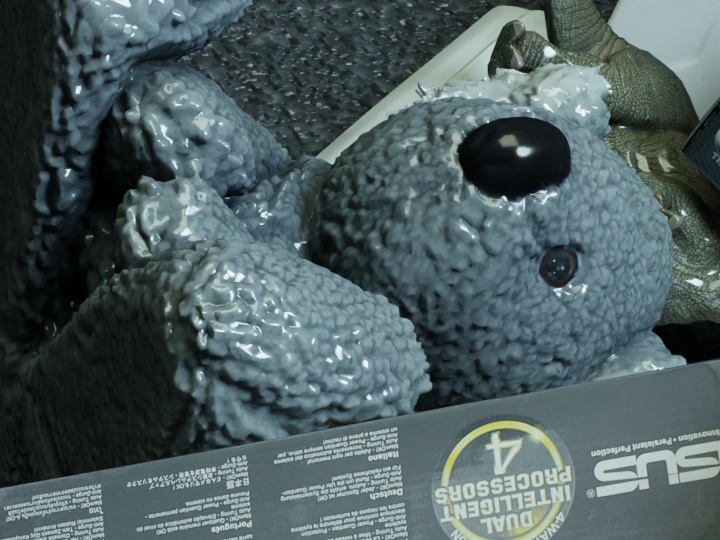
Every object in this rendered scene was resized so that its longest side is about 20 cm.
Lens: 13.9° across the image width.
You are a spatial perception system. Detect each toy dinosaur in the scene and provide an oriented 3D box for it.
[{"bbox_3d":[0.086,-0.032,0.954,0.102,0.077,0.200,3,46,-55],"label":"toy dinosaur"}]

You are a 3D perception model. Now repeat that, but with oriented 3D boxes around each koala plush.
[{"bbox_3d":[0.000,0.000,0.833,0.200,0.184,0.178,-6,58,-26],"label":"koala plush"}]

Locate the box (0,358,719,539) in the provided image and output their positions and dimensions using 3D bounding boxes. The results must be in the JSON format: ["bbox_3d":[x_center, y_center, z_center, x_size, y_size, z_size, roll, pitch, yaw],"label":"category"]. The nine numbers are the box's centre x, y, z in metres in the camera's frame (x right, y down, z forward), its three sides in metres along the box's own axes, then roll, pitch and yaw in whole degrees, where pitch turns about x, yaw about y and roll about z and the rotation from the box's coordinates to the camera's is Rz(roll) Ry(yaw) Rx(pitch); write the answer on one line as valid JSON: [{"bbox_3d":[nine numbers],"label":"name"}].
[{"bbox_3d":[0.025,0.072,0.712,0.200,0.161,0.049,-11,71,16],"label":"box"}]

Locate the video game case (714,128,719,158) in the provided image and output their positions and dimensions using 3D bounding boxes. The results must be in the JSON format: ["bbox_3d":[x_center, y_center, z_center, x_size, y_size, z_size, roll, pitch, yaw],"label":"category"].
[{"bbox_3d":[0.151,0.074,0.644,0.022,0.200,0.182,-31,23,4],"label":"video game case"}]

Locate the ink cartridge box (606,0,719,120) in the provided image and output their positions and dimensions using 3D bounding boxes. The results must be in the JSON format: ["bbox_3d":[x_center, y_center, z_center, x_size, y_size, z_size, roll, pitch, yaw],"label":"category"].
[{"bbox_3d":[0.159,-0.124,1.065,0.067,0.116,0.200,31,30,10],"label":"ink cartridge box"}]

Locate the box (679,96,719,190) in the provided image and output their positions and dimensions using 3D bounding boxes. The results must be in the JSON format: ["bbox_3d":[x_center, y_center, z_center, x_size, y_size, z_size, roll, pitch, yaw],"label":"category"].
[{"bbox_3d":[0.219,-0.014,0.932,0.200,0.051,0.158,46,46,8],"label":"box"}]

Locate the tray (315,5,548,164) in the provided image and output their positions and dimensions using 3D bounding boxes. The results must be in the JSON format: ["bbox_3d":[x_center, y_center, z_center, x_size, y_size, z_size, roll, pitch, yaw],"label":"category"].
[{"bbox_3d":[0.053,-0.037,1.005,0.107,0.022,0.200,32,37,12],"label":"tray"}]
